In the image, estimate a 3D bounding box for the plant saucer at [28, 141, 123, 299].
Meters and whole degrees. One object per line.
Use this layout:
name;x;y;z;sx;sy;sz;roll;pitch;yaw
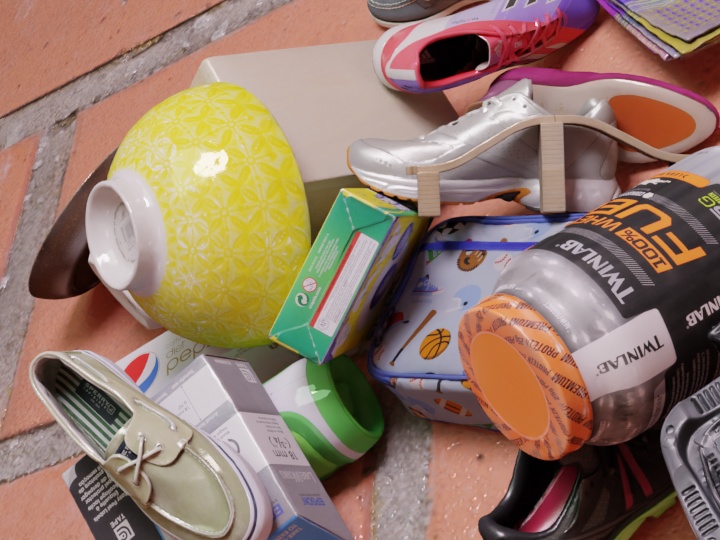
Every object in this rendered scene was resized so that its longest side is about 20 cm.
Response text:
plant saucer;-0.229;-0.047;1.344;0.200;0.032;0.200;-52;-5;-7

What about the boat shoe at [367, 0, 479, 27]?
boat shoe;0.079;-0.271;1.310;0.200;0.062;0.073;-6;53;40

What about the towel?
towel;0.252;-0.229;1.107;0.143;0.023;0.200;-26;39;-5

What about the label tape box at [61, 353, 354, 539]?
label tape box;-0.095;0.179;0.995;0.144;0.063;0.200;-40;67;15

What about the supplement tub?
supplement tub;0.162;0.020;0.841;0.200;0.123;0.122;-29;31;-24

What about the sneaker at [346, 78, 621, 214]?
sneaker;0.090;-0.095;1.056;0.199;0.092;0.076;4;12;3

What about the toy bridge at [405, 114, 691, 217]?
toy bridge;0.131;-0.073;1.006;0.199;0.067;0.027;-2;3;2

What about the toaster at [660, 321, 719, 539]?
toaster;0.240;0.128;0.749;0.114;0.129;0.200;-37;39;11

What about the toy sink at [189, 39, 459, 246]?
toy sink;-0.032;-0.096;1.169;0.131;0.200;0.112;59;141;22

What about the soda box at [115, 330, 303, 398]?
soda box;-0.135;0.087;1.188;0.200;0.068;0.064;-30;42;20

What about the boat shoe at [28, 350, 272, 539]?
boat shoe;-0.144;0.121;0.957;0.200;0.062;0.072;34;96;25

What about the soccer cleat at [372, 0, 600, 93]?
soccer cleat;0.111;-0.183;1.148;0.200;0.068;0.073;-19;24;-16

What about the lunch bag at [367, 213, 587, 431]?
lunch bag;0.103;0.029;1.014;0.200;0.076;0.161;3;57;43

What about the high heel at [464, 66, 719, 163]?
high heel;0.183;-0.129;1.100;0.200;0.068;0.096;10;29;30

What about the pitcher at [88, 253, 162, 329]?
pitcher;-0.120;-0.032;1.256;0.200;0.121;0.171;-43;52;-13

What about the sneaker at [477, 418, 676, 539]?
sneaker;0.147;0.112;0.879;0.200;0.084;0.077;-48;36;-18

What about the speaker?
speaker;-0.083;0.138;1.080;0.200;0.088;0.089;-31;40;18

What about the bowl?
bowl;-0.135;-0.033;1.066;0.200;0.107;0.201;19;115;49

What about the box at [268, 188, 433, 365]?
box;0.000;0.000;1.064;0.118;0.048;0.200;-63;-7;9
